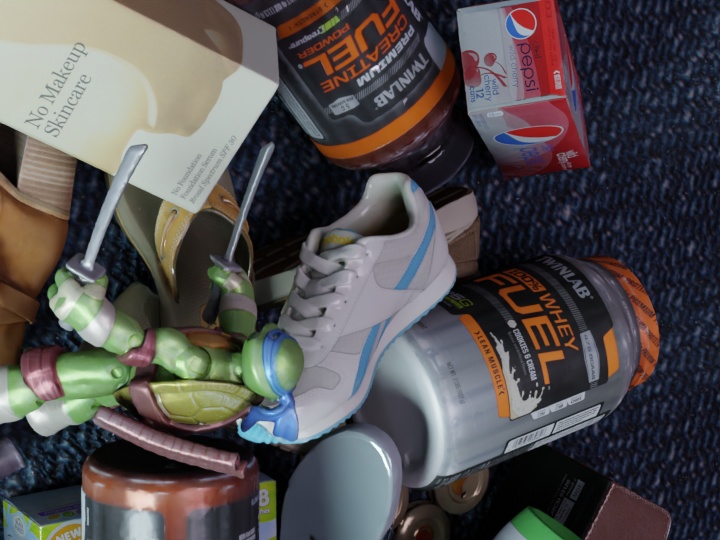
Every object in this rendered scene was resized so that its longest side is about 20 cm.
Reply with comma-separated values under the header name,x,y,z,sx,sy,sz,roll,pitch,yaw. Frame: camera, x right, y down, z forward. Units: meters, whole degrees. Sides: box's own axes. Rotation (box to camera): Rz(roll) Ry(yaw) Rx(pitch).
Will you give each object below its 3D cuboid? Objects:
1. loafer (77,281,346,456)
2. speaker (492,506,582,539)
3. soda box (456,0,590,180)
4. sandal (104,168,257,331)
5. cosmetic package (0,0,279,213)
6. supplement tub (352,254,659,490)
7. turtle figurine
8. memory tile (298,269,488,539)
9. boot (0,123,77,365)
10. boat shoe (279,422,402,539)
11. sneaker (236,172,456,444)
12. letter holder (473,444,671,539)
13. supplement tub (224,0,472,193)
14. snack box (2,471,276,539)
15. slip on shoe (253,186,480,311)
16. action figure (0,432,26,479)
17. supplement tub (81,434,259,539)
name,x,y,z,sx,sy,sz,roll,pitch,yaw
loafer,-0.082,0.065,1.177,0.199,0.075,0.069,25,82,-32
speaker,0.084,0.261,1.239,0.088,0.088,0.201,33,94,-34
soda box,0.108,-0.114,1.197,0.063,0.200,0.071,-8,80,10
sandal,-0.099,-0.012,1.124,0.080,0.054,0.202,-9,76,-28
cosmetic package,-0.154,-0.126,1.039,0.199,0.071,0.106,24,120,-20
supplement tub,0.098,0.062,1.252,0.199,0.122,0.124,-19,110,-31
turtle figurine,-0.128,0.018,1.031,0.201,0.192,0.144,65,25,-18
memory tile,0.055,0.103,1.316,0.153,0.017,0.201,44,75,-33
boot,-0.257,-0.022,1.045,0.198,0.074,0.156,12,97,-33
boat shoe,-0.007,0.163,1.215,0.091,0.071,0.201,-38,155,-50
sneaker,-0.018,0.023,1.108,0.200,0.076,0.081,-52,134,-37
letter holder,0.150,0.249,1.355,0.142,0.100,0.201,30,87,-37
supplement tub,-0.007,-0.139,1.157,0.107,0.107,0.200,-48,122,-16
snack box,-0.138,0.234,1.182,0.167,0.067,0.202,-8,103,-32
slip on shoe,0.000,0.000,1.225,0.199,0.076,0.061,-23,109,-37
action figure,-0.289,0.150,1.064,0.199,0.069,0.131,-37,125,-18
supplement tub,-0.112,0.205,1.088,0.106,0.107,0.202,-5,101,-33
